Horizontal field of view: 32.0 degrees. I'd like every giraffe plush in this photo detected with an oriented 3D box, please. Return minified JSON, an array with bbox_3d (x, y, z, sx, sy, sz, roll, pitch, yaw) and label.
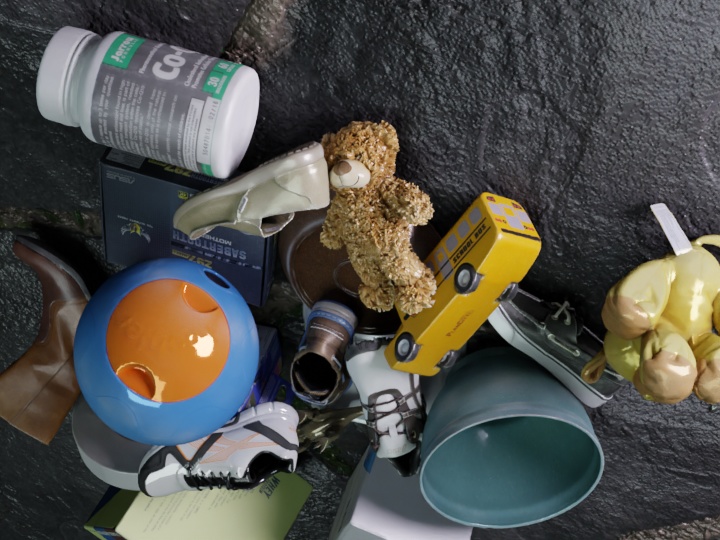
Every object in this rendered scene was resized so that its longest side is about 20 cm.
[{"bbox_3d":[0.292,0.063,1.219,0.171,0.201,0.163,2,145,-14],"label":"giraffe plush"}]

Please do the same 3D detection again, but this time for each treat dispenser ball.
[{"bbox_3d":[-0.209,0.088,1.358,0.199,0.202,0.202,12,137,12],"label":"treat dispenser ball"}]

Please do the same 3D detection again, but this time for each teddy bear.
[{"bbox_3d":[0.012,-0.046,1.249,0.145,0.066,0.202,26,131,42],"label":"teddy bear"}]

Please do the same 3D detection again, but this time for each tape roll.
[{"bbox_3d":[-0.254,0.180,1.542,0.201,0.204,0.037,9,135,15],"label":"tape roll"}]

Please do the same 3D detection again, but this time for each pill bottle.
[{"bbox_3d":[-0.209,-0.170,1.237,0.198,0.114,0.114,16,137,7],"label":"pill bottle"}]

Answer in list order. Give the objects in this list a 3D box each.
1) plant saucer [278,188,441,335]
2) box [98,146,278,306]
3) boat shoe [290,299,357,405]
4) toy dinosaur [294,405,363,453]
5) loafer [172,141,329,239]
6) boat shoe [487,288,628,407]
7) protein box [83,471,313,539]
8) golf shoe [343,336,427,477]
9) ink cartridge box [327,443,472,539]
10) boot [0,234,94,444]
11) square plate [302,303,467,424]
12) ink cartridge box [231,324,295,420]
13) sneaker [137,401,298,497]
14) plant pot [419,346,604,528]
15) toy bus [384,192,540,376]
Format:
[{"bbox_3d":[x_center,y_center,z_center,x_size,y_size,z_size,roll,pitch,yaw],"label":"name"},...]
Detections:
[{"bbox_3d":[0.000,0.000,1.364,0.198,0.035,0.202,10,130,13],"label":"plant saucer"},{"bbox_3d":[-0.189,-0.052,1.393,0.198,0.051,0.158,17,138,6],"label":"box"},{"bbox_3d":[-0.049,0.110,1.421,0.072,0.073,0.201,20,149,11],"label":"boat shoe"},{"bbox_3d":[-0.039,0.183,1.502,0.199,0.101,0.059,-26,84,25],"label":"toy dinosaur"},{"bbox_3d":[-0.109,-0.064,1.251,0.199,0.076,0.069,-22,95,39],"label":"loafer"},{"bbox_3d":[0.207,0.062,1.331,0.200,0.071,0.064,38,121,-16],"label":"boat shoe"},{"bbox_3d":[-0.209,0.307,1.631,0.200,0.199,0.135,40,155,-18],"label":"protein box"},{"bbox_3d":[0.037,0.151,1.378,0.077,0.095,0.201,-15,139,12],"label":"golf shoe"},{"bbox_3d":[0.050,0.311,1.563,0.145,0.148,0.200,22,147,-2],"label":"ink cartridge box"},{"bbox_3d":[-0.392,0.081,1.514,0.188,0.068,0.200,41,91,-18],"label":"boot"},{"bbox_3d":[0.026,0.131,1.501,0.198,0.029,0.199,11,137,13],"label":"square plate"},{"bbox_3d":[-0.179,0.129,1.506,0.198,0.137,0.077,9,137,15],"label":"ink cartridge box"},{"bbox_3d":[-0.161,0.216,1.413,0.199,0.080,0.074,-23,137,8],"label":"sneaker"},{"bbox_3d":[0.158,0.171,1.387,0.198,0.135,0.201,-2,135,-2],"label":"plant pot"},{"bbox_3d":[0.097,0.020,1.279,0.065,0.079,0.200,11,131,-38],"label":"toy bus"}]
